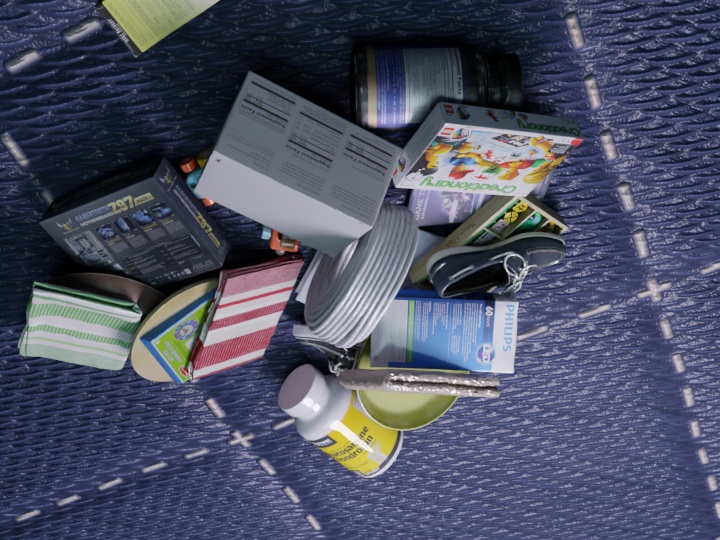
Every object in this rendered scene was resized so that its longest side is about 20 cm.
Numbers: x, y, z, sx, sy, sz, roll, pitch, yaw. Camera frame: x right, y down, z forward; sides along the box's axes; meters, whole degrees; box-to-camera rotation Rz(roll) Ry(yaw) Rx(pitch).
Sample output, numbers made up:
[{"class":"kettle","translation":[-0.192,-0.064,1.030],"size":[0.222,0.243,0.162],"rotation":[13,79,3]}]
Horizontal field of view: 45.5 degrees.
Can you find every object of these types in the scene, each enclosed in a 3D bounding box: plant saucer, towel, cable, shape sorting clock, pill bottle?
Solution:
[{"class":"plant saucer","translation":[0.075,0.140,1.284],"size":[0.199,0.031,0.201],"rotation":[-8,106,-26]},{"class":"towel","translation":[-0.388,0.083,1.186],"size":[0.152,0.024,0.200],"rotation":[13,146,-19]},{"class":"cable","translation":[0.000,0.000,1.100],"size":[0.069,0.200,0.200],"rotation":[29,125,-14]},{"class":"plant saucer","translation":[-0.358,0.069,1.213],"size":[0.199,0.032,0.201],"rotation":[1,148,1]},{"class":"towel","translation":[-0.166,0.066,1.231],"size":[0.144,0.023,0.201],"rotation":[-14,139,-45]},{"class":"shape sorting clock","translation":[-0.237,0.085,1.226],"size":[0.199,0.039,0.201],"rotation":[-32,149,-22]},{"class":"pill bottle","translation":[0.088,-0.215,1.032],"size":[0.199,0.112,0.112],"rotation":[-2,127,-4]},{"class":"pill bottle","translation":[-0.033,0.235,1.355],"size":[0.112,0.112,0.200],"rotation":[-37,121,21]},{"class":"towel","translation":[0.084,0.155,1.198],"size":[0.199,0.035,0.132],"rotation":[8,170,-29]}]

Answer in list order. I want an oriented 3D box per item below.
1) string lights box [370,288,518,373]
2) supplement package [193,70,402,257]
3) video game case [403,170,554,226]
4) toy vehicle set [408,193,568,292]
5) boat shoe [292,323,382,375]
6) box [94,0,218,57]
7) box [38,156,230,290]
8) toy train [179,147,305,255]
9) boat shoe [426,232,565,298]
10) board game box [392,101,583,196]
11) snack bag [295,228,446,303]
[{"class":"string lights box","translation":[0.114,0.082,1.191],"size":[0.199,0.059,0.104],"rotation":[3,100,0]},{"class":"supplement package","translation":[-0.080,-0.120,1.032],"size":[0.199,0.111,0.156],"rotation":[26,161,-12]},{"class":"video game case","translation":[0.160,-0.119,1.128],"size":[0.199,0.019,0.143],"rotation":[-5,138,-15]},{"class":"toy vehicle set","translation":[0.178,-0.029,1.204],"size":[0.124,0.027,0.200],"rotation":[24,124,-39]},{"class":"boat shoe","translation":[-0.014,0.130,1.296],"size":[0.198,0.073,0.069],"rotation":[18,84,-26]},{"class":"box","translation":[-0.197,-0.328,0.964],"size":[0.199,0.050,0.075],"rotation":[-29,124,17]},{"class":"box","translation":[-0.297,-0.050,1.136],"size":[0.199,0.051,0.158],"rotation":[-18,127,25]},{"class":"toy train","translation":[-0.153,-0.083,1.145],"size":[0.199,0.056,0.151],"rotation":[12,124,-14]},{"class":"boat shoe","translation":[0.191,-0.005,1.166],"size":[0.199,0.062,0.075],"rotation":[-7,139,-13]},{"class":"board game box","translation":[0.150,-0.141,1.029],"size":[0.199,0.035,0.126],"rotation":[1,151,-27]},{"class":"snack bag","translation":[0.030,-0.003,1.241],"size":[0.199,0.021,0.189],"rotation":[17,124,-20]}]
